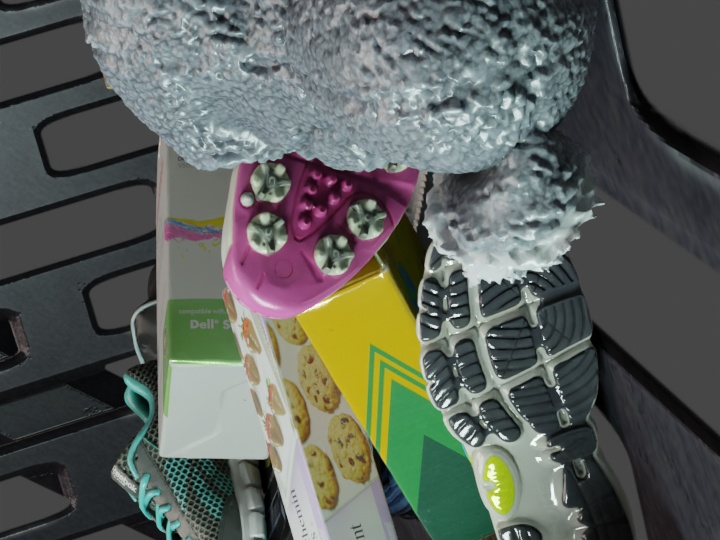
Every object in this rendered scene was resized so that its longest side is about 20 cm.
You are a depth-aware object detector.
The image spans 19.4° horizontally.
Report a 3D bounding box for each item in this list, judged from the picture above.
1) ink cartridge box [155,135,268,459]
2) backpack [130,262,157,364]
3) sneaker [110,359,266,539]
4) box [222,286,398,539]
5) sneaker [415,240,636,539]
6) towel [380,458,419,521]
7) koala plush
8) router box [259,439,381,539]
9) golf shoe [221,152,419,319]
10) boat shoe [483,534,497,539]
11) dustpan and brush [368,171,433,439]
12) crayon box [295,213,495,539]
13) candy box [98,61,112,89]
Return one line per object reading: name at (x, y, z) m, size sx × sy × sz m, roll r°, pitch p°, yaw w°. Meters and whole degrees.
ink cartridge box at (-0.083, -0.006, 1.211) m, size 0.117 × 0.067 × 0.202 m, roll 104°, pitch 165°, yaw -58°
backpack at (-0.051, 0.069, 1.459) m, size 0.151 × 0.176 × 0.202 m, roll -69°, pitch -38°, yaw -66°
sneaker at (-0.104, 0.134, 1.260) m, size 0.078 × 0.090 × 0.201 m, roll 100°, pitch 167°, yaw -50°
box at (-0.018, 0.095, 1.030) m, size 0.039 × 0.041 × 0.202 m, roll -34°, pitch 69°, yaw 59°
sneaker at (0.069, 0.056, 0.946) m, size 0.080 × 0.077 × 0.202 m, roll -102°, pitch -2°, yaw -68°
towel at (0.031, 0.084, 1.216) m, size 0.200 × 0.048 × 0.113 m, roll 118°, pitch 159°, yaw -75°
koala plush at (0.012, -0.089, 0.741) m, size 0.200 × 0.183 × 0.179 m, roll 38°, pitch 147°, yaw 56°
router box at (-0.029, 0.095, 1.245) m, size 0.200 × 0.052 × 0.159 m, roll 114°, pitch 155°, yaw -68°
golf shoe at (-0.015, -0.061, 0.907) m, size 0.091 × 0.075 × 0.201 m, roll -38°, pitch 27°, yaw 60°
boat shoe at (0.072, 0.187, 1.209) m, size 0.073 × 0.063 × 0.202 m, roll 82°, pitch 172°, yaw -57°
dustpan and brush at (0.000, 0.000, 1.126) m, size 0.139 × 0.057 × 0.202 m, roll 6°, pitch 111°, yaw 54°
crayon box at (0.012, 0.022, 1.009) m, size 0.127 × 0.050 × 0.201 m, roll -100°, pitch -17°, yaw -56°
candy box at (-0.056, -0.147, 1.047) m, size 0.199 × 0.055 × 0.116 m, roll 7°, pitch 121°, yaw 38°
